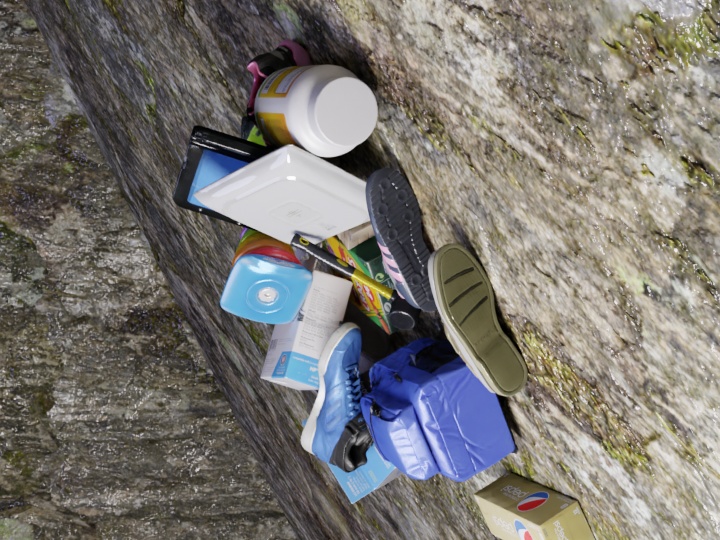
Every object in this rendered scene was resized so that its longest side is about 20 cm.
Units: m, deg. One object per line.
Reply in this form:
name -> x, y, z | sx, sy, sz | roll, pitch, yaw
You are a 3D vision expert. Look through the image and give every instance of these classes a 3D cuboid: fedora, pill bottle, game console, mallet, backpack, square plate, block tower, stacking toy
fedora -> -0.012, 0.114, 1.994 | 0.201, 0.175, 0.091 | 59, 136, 31
pill bottle -> -0.053, -0.198, 1.628 | 0.112, 0.110, 0.200 | 66, 163, -16
game console -> -0.140, -0.108, 1.727 | 0.176, 0.198, 0.118 | -142, 68, -79
mallet -> 0.000, 0.000, 1.746 | 0.199, 0.066, 0.041 | 35, 138, -3
backpack -> 0.085, 0.178, 1.739 | 0.200, 0.166, 0.164 | -153, 44, -69
square plate -> -0.082, -0.085, 1.688 | 0.199, 0.197, 0.029 | -21, 56, 43
block tower -> -0.044, -0.120, 1.832 | 0.201, 0.054, 0.058 | 54, 163, 25
stacking toy -> -0.137, -0.030, 1.876 | 0.201, 0.115, 0.110 | -98, 28, -49

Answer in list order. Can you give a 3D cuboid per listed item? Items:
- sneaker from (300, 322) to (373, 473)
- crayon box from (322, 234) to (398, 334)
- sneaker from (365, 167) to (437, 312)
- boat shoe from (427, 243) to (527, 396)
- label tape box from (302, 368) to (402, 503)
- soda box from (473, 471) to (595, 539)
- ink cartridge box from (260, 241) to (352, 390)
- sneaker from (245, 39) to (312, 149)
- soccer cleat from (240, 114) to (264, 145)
sneaker -> -0.009, 0.180, 1.805 | 0.111, 0.076, 0.202 | 27, 107, 33
crayon box -> -0.001, -0.006, 1.895 | 0.200, 0.050, 0.128 | 38, 153, 54
sneaker -> 0.043, -0.041, 1.669 | 0.082, 0.070, 0.202 | 21, 136, 59
boat shoe -> 0.128, 0.061, 1.572 | 0.068, 0.074, 0.202 | 5, 123, 64
label tape box -> 0.037, 0.216, 1.876 | 0.145, 0.199, 0.063 | 55, 163, 17
soda box -> 0.226, 0.326, 1.726 | 0.068, 0.064, 0.200 | 64, 163, -11
ink cartridge box -> -0.073, 0.068, 1.900 | 0.067, 0.203, 0.116 | 19, 169, -20
sneaker -> -0.118, -0.205, 1.762 | 0.079, 0.095, 0.202 | 23, 126, 38
soccer cleat -> -0.158, -0.214, 2.015 | 0.200, 0.067, 0.082 | 118, 134, -71
